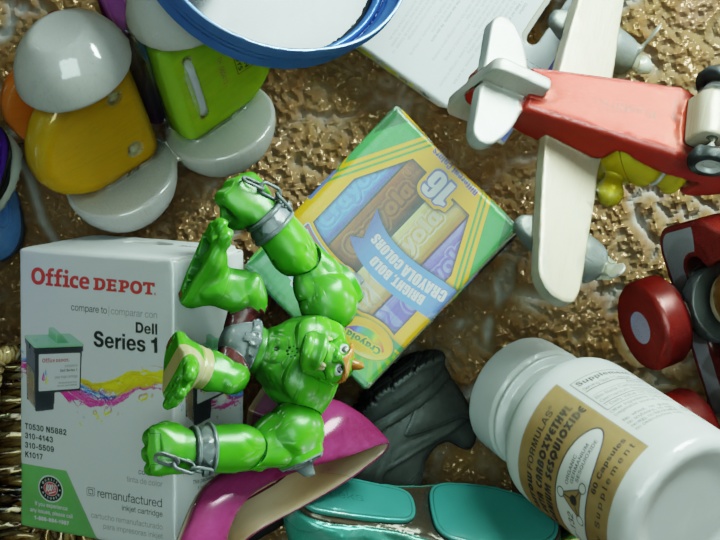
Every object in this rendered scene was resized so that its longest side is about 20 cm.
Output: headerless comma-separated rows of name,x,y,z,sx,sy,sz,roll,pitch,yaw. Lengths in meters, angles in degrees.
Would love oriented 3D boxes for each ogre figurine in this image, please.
ogre figurine,-0.063,0.047,1.253,0.119,0.098,0.202,21,54,-21

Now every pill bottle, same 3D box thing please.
pill bottle,0.165,0.125,1.319,0.113,0.200,0.115,-14,118,-28

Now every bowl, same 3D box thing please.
bowl,-0.061,-0.226,1.293,0.199,0.039,0.203,9,64,-19

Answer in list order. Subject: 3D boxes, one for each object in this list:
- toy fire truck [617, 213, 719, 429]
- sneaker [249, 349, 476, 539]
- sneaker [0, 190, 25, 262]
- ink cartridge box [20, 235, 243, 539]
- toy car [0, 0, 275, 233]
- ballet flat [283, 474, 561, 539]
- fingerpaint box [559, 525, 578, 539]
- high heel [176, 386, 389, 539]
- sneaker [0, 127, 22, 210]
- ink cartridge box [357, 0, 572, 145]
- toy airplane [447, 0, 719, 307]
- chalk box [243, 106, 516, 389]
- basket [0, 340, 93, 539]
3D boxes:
toy fire truck,0.274,0.057,1.321,0.111,0.168,0.202,-16,90,-24
sneaker,-0.002,0.145,1.396,0.199,0.076,0.091,-35,99,6
sneaker,-0.309,-0.097,1.401,0.065,0.078,0.202,-24,91,0
ink cartridge box,-0.160,0.082,1.338,0.144,0.084,0.202,4,97,33
toy car,-0.163,-0.142,1.366,0.199,0.176,0.150,-30,47,-13
ballet flat,0.040,0.188,1.361,0.198,0.068,0.071,8,130,-10
fingerpaint box,0.200,0.273,1.386,0.166,0.073,0.201,-31,89,2
high heel,-0.058,0.163,1.272,0.095,0.068,0.201,23,60,9
sneaker,-0.293,-0.025,1.304,0.069,0.100,0.202,9,70,8
ink cartridge box,0.077,-0.227,1.404,0.199,0.047,0.198,35,90,0
toy airplane,0.154,-0.093,1.322,0.199,0.141,0.200,-32,73,-16
chalk box,0.000,0.000,1.366,0.200,0.125,0.124,-45,89,1
basket,-0.269,0.150,1.367,0.147,0.143,0.202,5,90,1
